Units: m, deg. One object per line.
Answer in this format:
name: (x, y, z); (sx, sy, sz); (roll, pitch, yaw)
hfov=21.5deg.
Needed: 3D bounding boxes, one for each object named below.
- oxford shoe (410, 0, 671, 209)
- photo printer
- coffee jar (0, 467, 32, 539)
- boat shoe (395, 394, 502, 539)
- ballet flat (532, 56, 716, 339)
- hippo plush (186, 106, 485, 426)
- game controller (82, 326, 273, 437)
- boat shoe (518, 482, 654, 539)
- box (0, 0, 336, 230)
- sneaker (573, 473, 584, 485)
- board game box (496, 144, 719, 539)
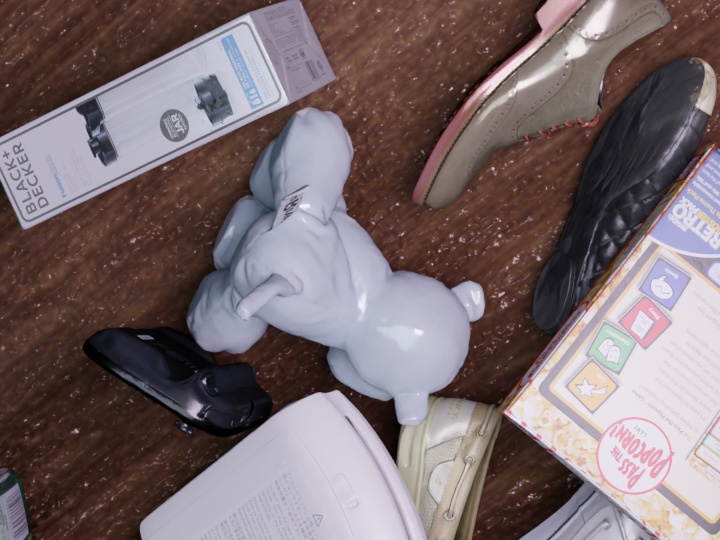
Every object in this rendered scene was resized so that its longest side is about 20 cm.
oxford shoe: (0.108, -0.103, 1.170); (0.075, 0.070, 0.200); (39, 111, -3)
photo printer: (-0.043, 0.185, 1.234); (0.200, 0.069, 0.167); (-40, 67, 35)
coffee jar: (-0.270, 0.247, 1.344); (0.103, 0.085, 0.202); (-10, 99, 14)
boat shoe: (0.057, 0.183, 1.251); (0.063, 0.073, 0.203); (6, 97, 18)
ballet flat: (0.169, -0.042, 1.185); (0.056, 0.067, 0.201); (13, 113, -32)
hippo plush: (0.000, 0.000, 1.187); (0.160, 0.200, 0.160); (26, 76, -13)
game controller: (-0.113, 0.069, 1.204); (0.104, 0.200, 0.042); (23, 90, 6)
boat shoe: (0.161, 0.173, 1.174); (0.202, 0.086, 0.074); (-43, 134, 19)
box: (-0.126, -0.101, 1.208); (0.199, 0.117, 0.061); (-24, 96, 20)
sneaker: (0.201, 0.062, 1.185); (0.090, 0.066, 0.201); (27, 106, 10)
board game box: (0.200, 0.052, 1.120); (0.151, 0.046, 0.200); (39, 87, 0)
